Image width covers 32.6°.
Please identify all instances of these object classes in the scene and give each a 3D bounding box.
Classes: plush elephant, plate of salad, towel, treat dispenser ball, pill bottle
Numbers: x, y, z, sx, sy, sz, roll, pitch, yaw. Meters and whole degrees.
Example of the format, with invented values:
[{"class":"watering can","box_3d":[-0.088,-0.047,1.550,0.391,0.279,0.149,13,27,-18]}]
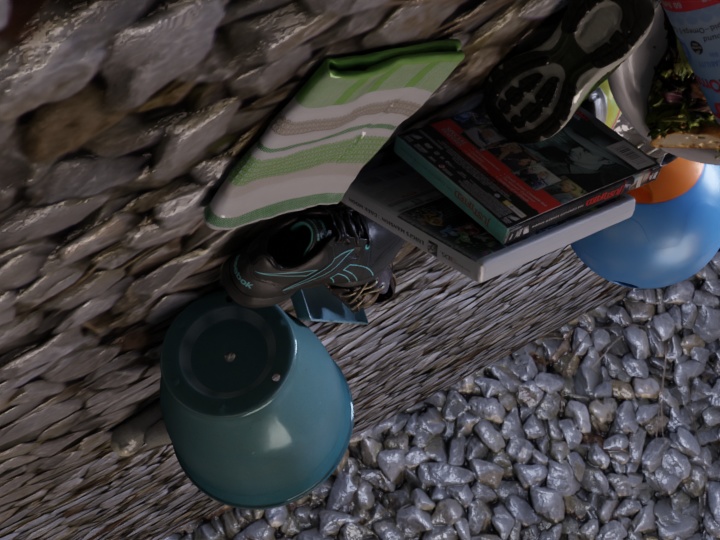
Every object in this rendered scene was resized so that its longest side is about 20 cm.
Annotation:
[{"class":"plush elephant","box_3d":[-0.174,0.211,1.524,0.200,0.155,0.164,-38,166,34]},{"class":"plate of salad","box_3d":[0.312,-0.169,1.076,0.200,0.200,0.048,-43,-168,45]},{"class":"towel","box_3d":[-0.021,-0.099,0.934,0.149,0.031,0.200,-21,164,-42]},{"class":"treat dispenser ball","box_3d":[0.337,-0.079,1.460,0.200,0.201,0.201,-29,168,-7]},{"class":"pill bottle","box_3d":[0.312,-0.177,0.963,0.108,0.200,0.109,-27,-158,12]}]

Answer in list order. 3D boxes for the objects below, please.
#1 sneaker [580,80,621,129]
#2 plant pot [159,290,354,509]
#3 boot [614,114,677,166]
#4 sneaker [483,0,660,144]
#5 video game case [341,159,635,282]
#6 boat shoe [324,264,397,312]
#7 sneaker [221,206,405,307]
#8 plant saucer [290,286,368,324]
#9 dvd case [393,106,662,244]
[{"class":"sneaker","box_3d":[0.211,-0.132,1.254,0.090,0.078,0.200,-31,172,-31]},{"class":"plant pot","box_3d":[-0.117,0.117,1.243,0.199,0.200,0.188,-29,153,-8]},{"class":"boot","box_3d":[0.291,-0.144,1.337,0.199,0.096,0.074,-30,168,0]},{"class":"sneaker","box_3d":[0.185,-0.176,1.029,0.088,0.077,0.200,-30,174,-44]},{"class":"video game case","box_3d":[0.111,-0.063,1.093,0.199,0.182,0.023,-21,128,-36]},{"class":"boat shoe","box_3d":[0.000,0.000,1.282,0.074,0.074,0.200,-33,168,14]},{"class":"sneaker","box_3d":[-0.029,-0.022,1.124,0.199,0.076,0.079,-23,164,-32]},{"class":"plant saucer","box_3d":[-0.037,0.025,1.314,0.019,0.070,0.200,-21,171,16]},{"class":"dvd case","box_3d":[0.149,-0.099,1.084,0.199,0.146,0.022,-23,142,-34]}]
